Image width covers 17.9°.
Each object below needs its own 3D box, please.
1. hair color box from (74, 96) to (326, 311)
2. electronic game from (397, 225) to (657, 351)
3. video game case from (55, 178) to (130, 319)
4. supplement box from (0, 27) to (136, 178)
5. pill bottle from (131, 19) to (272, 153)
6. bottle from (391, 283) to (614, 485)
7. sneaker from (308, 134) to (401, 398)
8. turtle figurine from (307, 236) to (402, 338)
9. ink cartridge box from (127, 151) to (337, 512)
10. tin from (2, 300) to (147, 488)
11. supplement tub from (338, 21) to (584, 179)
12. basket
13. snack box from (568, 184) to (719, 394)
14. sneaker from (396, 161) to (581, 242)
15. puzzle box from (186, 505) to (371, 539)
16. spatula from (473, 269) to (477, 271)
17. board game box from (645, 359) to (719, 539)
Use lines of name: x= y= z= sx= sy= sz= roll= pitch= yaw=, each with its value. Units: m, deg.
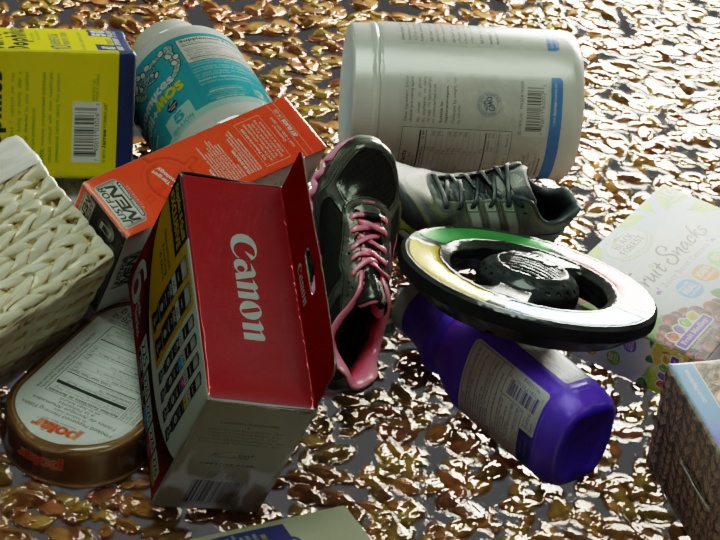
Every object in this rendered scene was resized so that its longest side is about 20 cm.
hair color box: x=-0.130 y=-0.053 z=1.753 sx=0.200 sy=0.102 sz=0.061 roll=-27 pitch=69 yaw=-36
electronic game: x=0.125 y=0.010 z=1.705 sx=0.199 sy=0.042 sz=0.200 roll=12 pitch=18 yaw=-4
video game case: x=-0.261 y=-0.024 z=1.833 sx=0.199 sy=0.022 sz=0.182 roll=3 pitch=36 yaw=-6
supplement box: x=-0.291 y=-0.140 z=1.884 sx=0.199 sy=0.110 sz=0.109 roll=0 pitch=15 yaw=-13
pill bottle: x=-0.134 y=-0.134 z=1.930 sx=0.110 sy=0.111 sz=0.200 roll=-9 pitch=38 yaw=-21
bottle: x=0.102 y=0.076 z=1.700 sx=0.065 sy=0.084 sz=0.200 roll=-15 pitch=40 yaw=-37
sneaker: x=0.000 y=0.000 z=1.688 sx=0.079 sy=0.201 sz=0.095 roll=9 pitch=1 yaw=-25
turtle figurine: x=-0.028 y=-0.004 z=1.784 sx=0.149 sy=0.101 sz=0.200 roll=28 pitch=33 yaw=21
ink cartridge box: x=-0.093 y=0.037 z=1.594 sx=0.084 sy=0.176 sz=0.200 roll=7 pitch=49 yaw=-22
tin: x=-0.183 y=0.087 z=1.680 sx=0.112 sy=0.042 sz=0.200 roll=17 pitch=37 yaw=22
supplement tub: x=0.085 y=-0.147 z=1.965 sx=0.199 sy=0.132 sz=0.132 roll=3 pitch=36 yaw=-5
basket: x=-0.291 y=0.018 z=1.650 sx=0.123 sy=0.136 sz=0.200 roll=44 pitch=46 yaw=8
snack box: x=0.255 y=0.017 z=1.831 sx=0.142 sy=0.053 sz=0.200 roll=24 pitch=39 yaw=25
sneaker: x=0.092 y=-0.058 z=1.814 sx=0.200 sy=0.081 sz=0.074 roll=11 pitch=50 yaw=-43
puzzle box: x=-0.031 y=0.226 z=1.493 sx=0.133 sy=0.026 sz=0.200 roll=-10 pitch=29 yaw=-21
spatula: x=0.038 y=-0.031 z=1.891 sx=0.199 sy=0.021 sz=0.057 roll=14 pitch=37 yaw=12
board game box: x=0.330 y=0.143 z=1.631 sx=0.199 sy=0.097 sz=0.160 roll=-5 pitch=37 yaw=-16
